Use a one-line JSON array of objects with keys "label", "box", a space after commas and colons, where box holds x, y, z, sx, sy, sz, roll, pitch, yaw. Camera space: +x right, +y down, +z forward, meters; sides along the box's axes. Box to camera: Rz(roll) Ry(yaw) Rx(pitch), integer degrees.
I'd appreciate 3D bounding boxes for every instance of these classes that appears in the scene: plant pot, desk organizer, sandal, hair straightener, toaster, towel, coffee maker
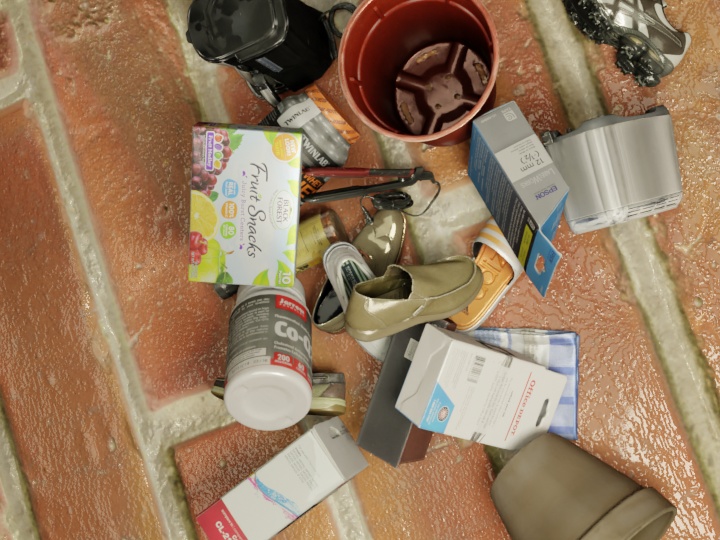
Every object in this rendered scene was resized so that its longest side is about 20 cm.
[{"label": "plant pot", "box": [0.091, -0.250, 1.325, 0.198, 0.195, 0.204, -1, 87, 14]}, {"label": "desk organizer", "box": [0.071, 0.149, 1.352, 0.071, 0.077, 0.202, 24, 100, 32]}, {"label": "sandal", "box": [0.178, -0.010, 1.352, 0.079, 0.059, 0.208, 30, 88, 16]}, {"label": "hair straightener", "box": [0.017, -0.101, 1.378, 0.197, 0.041, 0.078, -4, 105, -21]}, {"label": "toaster", "box": [0.312, -0.123, 1.271, 0.113, 0.198, 0.131, -16, 88, 51]}, {"label": "towel", "box": [0.190, 0.149, 1.367, 0.197, 0.024, 0.149, 1, 88, 14]}, {"label": "coffee maker", "box": [-0.114, -0.331, 1.381, 0.192, 0.200, 0.135, -42, 79, 9]}, {"label": "plant pot", "box": [0.259, 0.301, 1.271, 0.200, 0.200, 0.174, -48, 60, 8]}]

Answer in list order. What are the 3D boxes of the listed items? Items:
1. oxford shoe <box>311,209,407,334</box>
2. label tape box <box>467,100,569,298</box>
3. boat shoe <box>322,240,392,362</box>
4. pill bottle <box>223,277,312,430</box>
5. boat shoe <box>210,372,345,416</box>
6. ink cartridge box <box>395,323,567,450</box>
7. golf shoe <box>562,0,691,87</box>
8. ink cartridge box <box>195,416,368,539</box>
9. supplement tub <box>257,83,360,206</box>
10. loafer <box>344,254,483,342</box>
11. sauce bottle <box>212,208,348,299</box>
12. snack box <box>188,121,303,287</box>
[{"label": "oxford shoe", "box": [0.000, 0.000, 1.397, 0.070, 0.075, 0.202, 29, 94, 15]}, {"label": "label tape box", "box": [0.207, -0.085, 1.266, 0.066, 0.144, 0.201, -27, 70, -7]}, {"label": "boat shoe", "box": [0.011, 0.056, 1.349, 0.073, 0.067, 0.201, -36, 113, 1]}, {"label": "pill bottle", "box": [-0.119, 0.099, 1.356, 0.113, 0.114, 0.201, -18, 41, 13]}, {"label": "boat shoe", "box": [-0.111, 0.162, 1.426, 0.197, 0.073, 0.066, 5, 73, 16]}, {"label": "ink cartridge box", "box": [0.154, 0.153, 1.300, 0.067, 0.198, 0.117, 28, 98, 58]}, {"label": "golf shoe", "box": [0.341, -0.333, 1.337, 0.094, 0.078, 0.200, -39, 80, -8]}, {"label": "ink cartridge box", "box": [-0.100, 0.292, 1.372, 0.199, 0.146, 0.083, -38, 80, 10]}, {"label": "supplement tub", "box": [-0.102, -0.152, 1.408, 0.200, 0.122, 0.123, -43, 78, 9]}, {"label": "loafer", "box": [0.070, 0.025, 1.286, 0.198, 0.068, 0.076, -25, 43, -22]}, {"label": "sauce bottle", "box": [-0.114, -0.018, 1.436, 0.198, 0.066, 0.067, -25, 81, 14]}, {"label": "snack box", "box": [-0.149, -0.085, 1.334, 0.140, 0.053, 0.203, 3, 104, -3]}]
